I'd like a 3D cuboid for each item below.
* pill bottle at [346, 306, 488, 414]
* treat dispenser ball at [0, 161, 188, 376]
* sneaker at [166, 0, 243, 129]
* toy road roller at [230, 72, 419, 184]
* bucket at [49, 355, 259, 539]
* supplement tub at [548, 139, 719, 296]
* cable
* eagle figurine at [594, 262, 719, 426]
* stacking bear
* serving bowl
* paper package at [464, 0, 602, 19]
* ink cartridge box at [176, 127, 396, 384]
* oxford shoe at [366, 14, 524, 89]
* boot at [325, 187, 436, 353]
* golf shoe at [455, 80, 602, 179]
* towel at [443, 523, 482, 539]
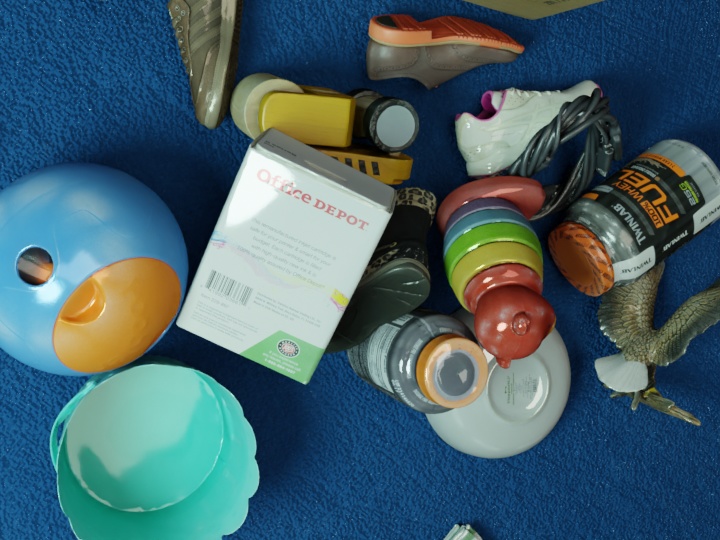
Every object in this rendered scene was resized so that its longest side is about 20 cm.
[{"bbox_3d":[0.063,0.094,0.975,0.106,0.200,0.107,-2,96,-19],"label":"pill bottle"},{"bbox_3d":[-0.264,-0.001,0.851,0.200,0.201,0.202,-2,95,-19],"label":"treat dispenser ball"},{"bbox_3d":[-0.167,-0.251,0.947,0.075,0.070,0.201,7,89,-1],"label":"sneaker"},{"bbox_3d":[-0.040,-0.125,0.966,0.199,0.123,0.147,5,104,-20],"label":"toy road roller"},{"bbox_3d":[-0.213,0.185,0.919,0.206,0.135,0.208,-1,94,-19],"label":"bucket"},{"bbox_3d":[0.335,-0.062,1.101,0.200,0.122,0.123,-35,105,-14],"label":"supplement tub"},{"bbox_3d":[0.227,-0.130,1.039,0.163,0.200,0.051,-33,66,5],"label":"cable"},{"bbox_3d":[0.371,0.070,1.128,0.151,0.151,0.201,14,100,-10],"label":"eagle figurine"},{"bbox_3d":[0.148,0.007,0.947,0.113,0.201,0.122,8,133,-15],"label":"stacking bear"},{"bbox_3d":[0.175,0.135,1.091,0.199,0.066,0.201,-2,95,-20],"label":"serving bowl"},{"bbox_3d":[0.175,-0.356,0.980,0.190,0.200,0.104,9,92,-21],"label":"paper package"},{"bbox_3d":[-0.071,-0.015,0.877,0.145,0.088,0.201,25,112,-4],"label":"ink cartridge box"},{"bbox_3d":[0.096,-0.250,1.041,0.199,0.071,0.073,-2,124,-22],"label":"oxford shoe"},{"bbox_3d":[0.002,0.001,1.006,0.073,0.203,0.154,44,37,-26],"label":"boot"},{"bbox_3d":[0.199,-0.188,1.070,0.200,0.075,0.092,-32,101,-16],"label":"golf shoe"},{"bbox_3d":[0.134,0.430,1.124,0.149,0.031,0.200,-42,108,-9],"label":"towel"}]
